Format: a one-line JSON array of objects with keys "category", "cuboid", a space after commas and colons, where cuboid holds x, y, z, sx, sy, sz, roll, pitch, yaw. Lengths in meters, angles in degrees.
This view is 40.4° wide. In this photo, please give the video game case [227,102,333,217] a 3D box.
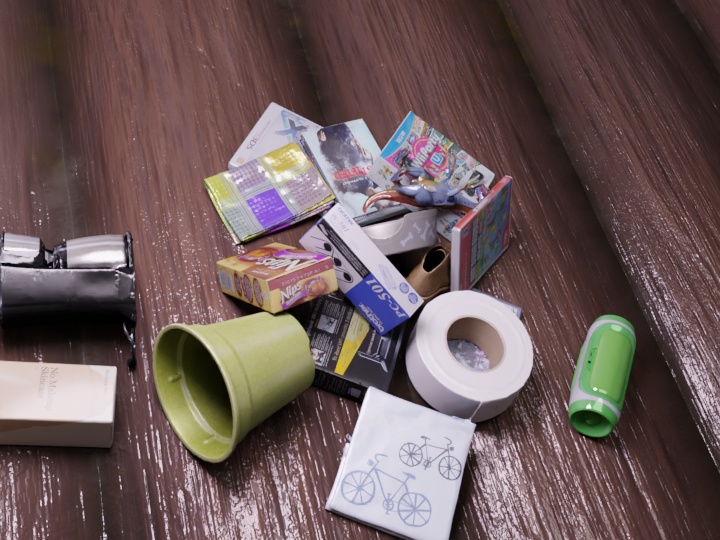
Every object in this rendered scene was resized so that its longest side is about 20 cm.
[{"category": "video game case", "cuboid": [-0.115, -0.205, 1.779, 0.197, 0.022, 0.184, 26, 52, 3]}]

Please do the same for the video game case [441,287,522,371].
[{"category": "video game case", "cuboid": [0.186, 0.117, 1.638, 0.140, 0.019, 0.202, 22, 53, 0]}]

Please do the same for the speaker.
[{"category": "speaker", "cuboid": [0.401, 0.172, 1.619, 0.087, 0.089, 0.202, 24, 52, 3]}]

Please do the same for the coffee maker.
[{"category": "coffee maker", "cuboid": [-0.432, 0.036, 1.440, 0.195, 0.136, 0.195, -3, 56, -17]}]

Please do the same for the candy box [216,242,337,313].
[{"category": "candy box", "cuboid": [-0.133, 0.009, 1.522, 0.115, 0.199, 0.058, -19, 106, -26]}]

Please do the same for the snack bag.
[{"category": "snack bag", "cuboid": [0.062, 0.288, 1.449, 0.185, 0.021, 0.203, 19, 66, 0]}]

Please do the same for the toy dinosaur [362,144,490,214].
[{"category": "toy dinosaur", "cuboid": [0.133, -0.139, 1.698, 0.180, 0.199, 0.106, 35, 35, -24]}]

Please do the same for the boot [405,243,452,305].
[{"category": "boot", "cuboid": [0.138, -0.012, 1.648, 0.073, 0.076, 0.200, 34, 32, 11]}]

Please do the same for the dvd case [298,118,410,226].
[{"category": "dvd case", "cuboid": [-0.008, -0.178, 1.767, 0.144, 0.022, 0.203, -17, 71, -33]}]

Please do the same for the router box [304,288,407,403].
[{"category": "router box", "cuboid": [-0.012, 0.103, 1.567, 0.154, 0.053, 0.202, 20, 52, -1]}]

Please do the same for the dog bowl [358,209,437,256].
[{"category": "dog bowl", "cuboid": [0.037, -0.053, 1.616, 0.196, 0.199, 0.060, -13, 92, -24]}]

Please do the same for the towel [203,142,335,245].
[{"category": "towel", "cuboid": [-0.157, -0.138, 1.696, 0.197, 0.023, 0.145, -24, 70, -21]}]

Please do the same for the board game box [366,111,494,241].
[{"category": "board game box", "cuboid": [0.129, -0.173, 1.781, 0.198, 0.064, 0.148, 36, 51, -2]}]

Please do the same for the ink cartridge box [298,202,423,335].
[{"category": "ink cartridge box", "cuboid": [0.000, 0.000, 1.513, 0.201, 0.094, 0.044, 49, 54, -4]}]

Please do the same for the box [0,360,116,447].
[{"category": "box", "cuboid": [-0.442, 0.187, 1.363, 0.195, 0.078, 0.097, 3, 53, -14]}]

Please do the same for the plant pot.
[{"category": "plant pot", "cuboid": [-0.171, 0.147, 1.419, 0.182, 0.202, 0.201, -21, 62, -41]}]

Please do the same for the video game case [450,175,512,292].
[{"category": "video game case", "cuboid": [0.208, -0.056, 1.678, 0.017, 0.145, 0.200, 18, 39, 27]}]

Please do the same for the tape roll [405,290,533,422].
[{"category": "tape roll", "cuboid": [0.174, 0.136, 1.565, 0.198, 0.071, 0.206, 8, 53, -11]}]
